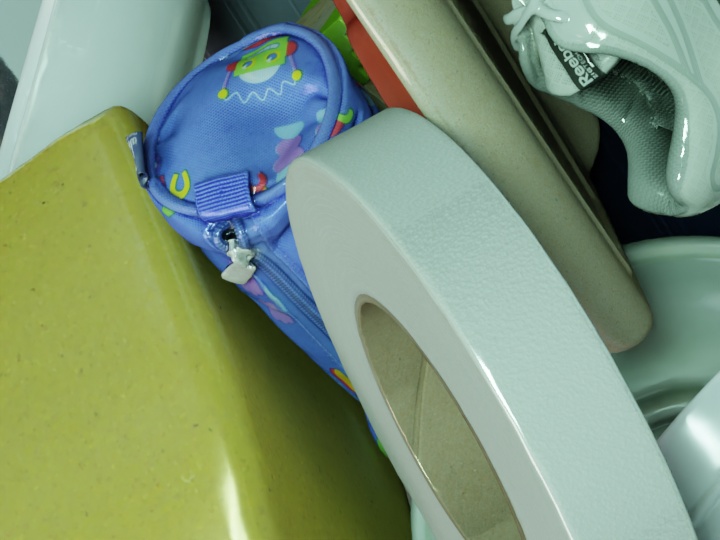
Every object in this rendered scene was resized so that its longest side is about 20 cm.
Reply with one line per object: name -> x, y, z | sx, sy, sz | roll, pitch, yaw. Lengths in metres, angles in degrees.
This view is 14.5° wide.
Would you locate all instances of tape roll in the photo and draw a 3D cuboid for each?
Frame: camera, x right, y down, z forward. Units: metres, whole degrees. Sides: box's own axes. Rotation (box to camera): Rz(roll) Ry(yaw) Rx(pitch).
tape roll -> 0.041, 0.047, 0.868 | 0.203, 0.037, 0.203 | 58, 168, 20

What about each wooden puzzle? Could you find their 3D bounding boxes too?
wooden puzzle -> 0.028, -0.076, 0.929 | 0.185, 0.037, 0.200 | 55, -167, -16

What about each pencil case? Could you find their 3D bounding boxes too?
pencil case -> 0.000, 0.000, 1.001 | 0.078, 0.087, 0.200 | -3, 146, 31

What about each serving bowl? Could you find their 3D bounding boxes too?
serving bowl -> -0.103, -0.075, 1.143 | 0.066, 0.201, 0.200 | 15, 159, -10

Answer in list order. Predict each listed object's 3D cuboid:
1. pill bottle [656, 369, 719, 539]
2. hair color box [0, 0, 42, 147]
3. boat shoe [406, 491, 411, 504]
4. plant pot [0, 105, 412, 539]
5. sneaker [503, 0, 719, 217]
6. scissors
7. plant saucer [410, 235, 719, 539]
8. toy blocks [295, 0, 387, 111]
pill bottle -> 0.176, 0.113, 0.871 | 0.200, 0.112, 0.113 | 43, 156, 12
hair color box -> -0.148, -0.056, 1.310 | 0.200, 0.111, 0.064 | 41, 155, 13
boat shoe -> 0.037, 0.088, 1.208 | 0.075, 0.061, 0.200 | 4, 153, 29
plant pot -> -0.085, 0.102, 1.027 | 0.200, 0.195, 0.194 | 60, -170, 32
sneaker -> 0.071, -0.106, 0.894 | 0.200, 0.081, 0.075 | 52, 158, -7
scissors -> -0.008, -0.103, 0.960 | 0.200, 0.014, 0.073 | 61, -169, 21
plant saucer -> 0.117, 0.090, 0.980 | 0.200, 0.200, 0.050 | 50, -173, -7
toy blocks -> 0.016, -0.037, 1.100 | 0.137, 0.100, 0.200 | 38, 152, -10
